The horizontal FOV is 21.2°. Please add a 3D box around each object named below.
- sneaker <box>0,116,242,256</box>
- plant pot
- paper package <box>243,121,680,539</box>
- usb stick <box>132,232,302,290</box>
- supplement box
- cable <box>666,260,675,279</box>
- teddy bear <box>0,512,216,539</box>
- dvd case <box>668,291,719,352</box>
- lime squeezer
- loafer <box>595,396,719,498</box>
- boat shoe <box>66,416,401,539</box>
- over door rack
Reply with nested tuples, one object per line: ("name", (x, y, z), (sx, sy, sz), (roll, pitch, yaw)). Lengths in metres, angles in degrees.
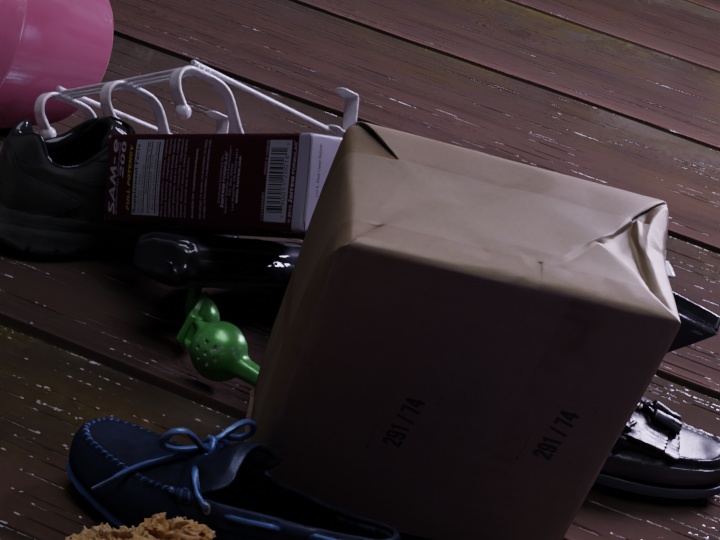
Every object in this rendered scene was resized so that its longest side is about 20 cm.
("sneaker", (-0.154, -0.058, 1.296), (0.199, 0.091, 0.076), (0, 25, -35))
("plant pot", (-0.286, -0.183, 1.400), (0.200, 0.201, 0.179), (31, 12, 33))
("paper package", (0.051, 0.044, 1.029), (0.190, 0.200, 0.104), (13, 39, -9))
("usb stick", (-0.069, -0.004, 1.250), (0.055, 0.033, 0.200), (11, 5, 33))
("supplement box", (-0.060, -0.052, 1.206), (0.109, 0.061, 0.200), (5, 0, -42))
("cable", (0.099, -0.004, 1.333), (0.200, 0.069, 0.200), (27, 19, 21))
("teddy bear", (-0.122, 0.149, 0.863), (0.199, 0.067, 0.145), (-3, 27, -33))
("dvd case", (0.101, 0.023, 1.157), (0.148, 0.016, 0.200), (27, -22, -15))
("lime squeezer", (-0.082, 0.039, 1.187), (0.070, 0.038, 0.200), (0, 26, -32))
("loafer", (0.135, 0.087, 1.175), (0.199, 0.063, 0.072), (14, 21, -2))
("boat shoe", (-0.058, 0.114, 0.985), (0.199, 0.069, 0.084), (23, 24, 18))
("over door rack", (-0.114, -0.101, 1.391), (0.147, 0.067, 0.200), (-4, -5, 37))
